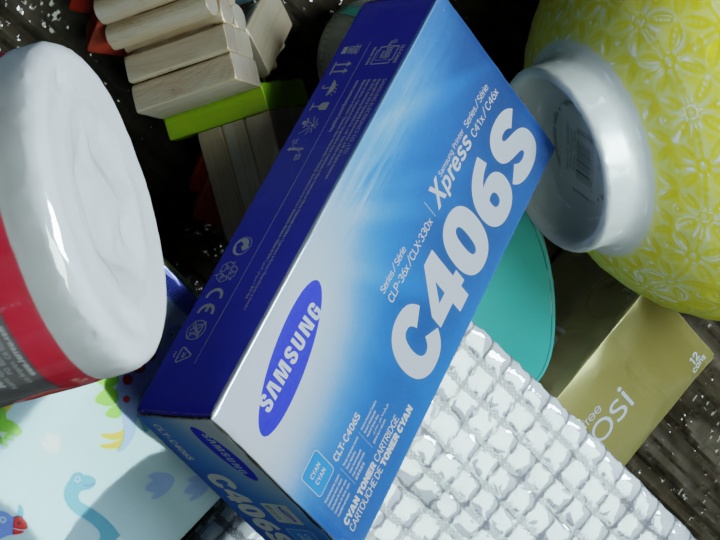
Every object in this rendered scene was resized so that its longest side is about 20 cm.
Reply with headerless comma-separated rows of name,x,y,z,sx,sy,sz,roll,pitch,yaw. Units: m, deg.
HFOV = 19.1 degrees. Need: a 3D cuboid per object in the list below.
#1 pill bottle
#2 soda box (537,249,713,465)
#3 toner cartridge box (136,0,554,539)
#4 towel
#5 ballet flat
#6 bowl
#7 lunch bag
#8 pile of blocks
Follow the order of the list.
pill bottle,-0.173,0.004,0.701,0.199,0.111,0.111,-15,122,11
soda box,0.072,0.087,1.009,0.200,0.068,0.064,-50,126,-7
toner cartridge box,0.000,0.000,0.815,0.095,0.043,0.200,48,57,-35
towel,0.032,0.124,0.915,0.200,0.086,0.166,43,84,-20
ballet flat,0.034,-0.033,0.941,0.067,0.064,0.200,-35,125,-20
bowl,0.124,-0.061,0.904,0.107,0.200,0.201,-20,118,-24
lunch bag,-0.151,0.040,0.818,0.170,0.127,0.200,-46,113,-7
pile of blocks,-0.074,-0.097,0.858,0.062,0.082,0.200,-16,114,21
